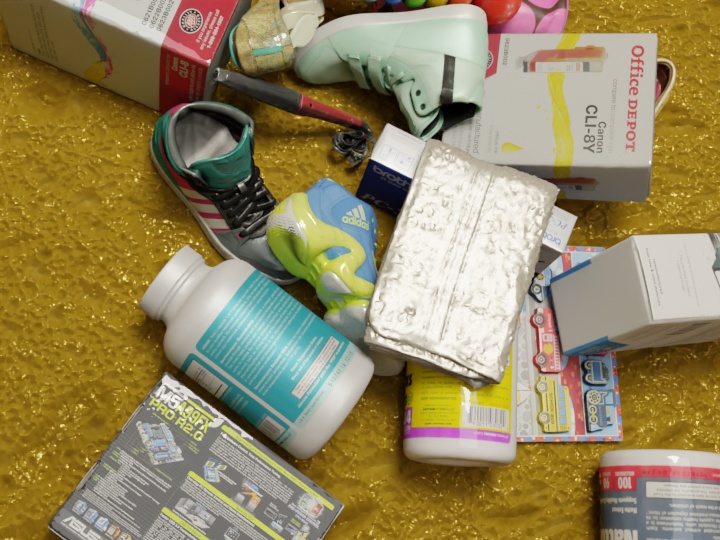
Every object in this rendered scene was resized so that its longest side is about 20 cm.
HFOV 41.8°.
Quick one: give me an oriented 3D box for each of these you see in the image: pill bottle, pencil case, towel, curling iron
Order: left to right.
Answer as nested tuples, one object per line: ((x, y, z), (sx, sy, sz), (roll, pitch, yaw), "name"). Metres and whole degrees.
((-0.094, 0.066, 0.829), (0.200, 0.111, 0.111), (38, 70, -2), "pill bottle")
((-0.055, -0.149, 0.886), (0.199, 0.026, 0.050), (21, 49, -43), "curling iron")
((0.088, -0.007, 0.828), (0.132, 0.034, 0.201), (20, 75, 1), "towel")
((0.095, 0.077, 0.877), (0.104, 0.104, 0.201), (7, 74, -12), "pill bottle")
((0.113, -0.286, 0.985), (0.199, 0.091, 0.094), (11, 80, -9), "pencil case")
((0.281, 0.270, 0.864), (0.119, 0.120, 0.201), (6, 74, -12), "pill bottle")

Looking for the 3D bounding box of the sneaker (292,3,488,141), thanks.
((0.024, -0.180, 0.904), (0.199, 0.074, 0.119), (-6, 72, 20), "sneaker")

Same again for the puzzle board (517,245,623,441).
((0.187, 0.070, 0.948), (0.150, 0.017, 0.201), (2, 75, -14), "puzzle board")

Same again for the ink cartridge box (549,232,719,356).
((0.308, 0.023, 0.908), (0.199, 0.146, 0.086), (-4, 75, -23), "ink cartridge box")

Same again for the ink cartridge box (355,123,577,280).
((0.098, -0.062, 0.910), (0.199, 0.094, 0.044), (26, 70, 0), "ink cartridge box")

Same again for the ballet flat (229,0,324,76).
((-0.068, -0.242, 0.895), (0.070, 0.071, 0.200), (25, 35, -7), "ballet flat")

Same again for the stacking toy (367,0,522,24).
((0.061, -0.284, 0.902), (0.199, 0.085, 0.086), (11, 73, -13), "stacking toy")

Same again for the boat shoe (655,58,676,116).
((0.261, -0.160, 0.997), (0.074, 0.069, 0.200), (44, 70, 0), "boat shoe")

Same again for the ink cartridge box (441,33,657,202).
((0.188, -0.153, 0.929), (0.199, 0.083, 0.146), (4, 72, 15), "ink cartridge box")

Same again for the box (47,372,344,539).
((-0.139, 0.212, 0.816), (0.200, 0.044, 0.161), (36, 70, -3), "box")

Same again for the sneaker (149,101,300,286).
((-0.112, -0.078, 0.856), (0.200, 0.121, 0.084), (46, 70, 0), "sneaker")

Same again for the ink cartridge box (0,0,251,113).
((-0.210, -0.256, 0.866), (0.199, 0.145, 0.146), (22, 73, -7), "ink cartridge box")

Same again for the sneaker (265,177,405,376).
((0.000, 0.000, 0.872), (0.105, 0.075, 0.200), (-52, 122, -35), "sneaker")
